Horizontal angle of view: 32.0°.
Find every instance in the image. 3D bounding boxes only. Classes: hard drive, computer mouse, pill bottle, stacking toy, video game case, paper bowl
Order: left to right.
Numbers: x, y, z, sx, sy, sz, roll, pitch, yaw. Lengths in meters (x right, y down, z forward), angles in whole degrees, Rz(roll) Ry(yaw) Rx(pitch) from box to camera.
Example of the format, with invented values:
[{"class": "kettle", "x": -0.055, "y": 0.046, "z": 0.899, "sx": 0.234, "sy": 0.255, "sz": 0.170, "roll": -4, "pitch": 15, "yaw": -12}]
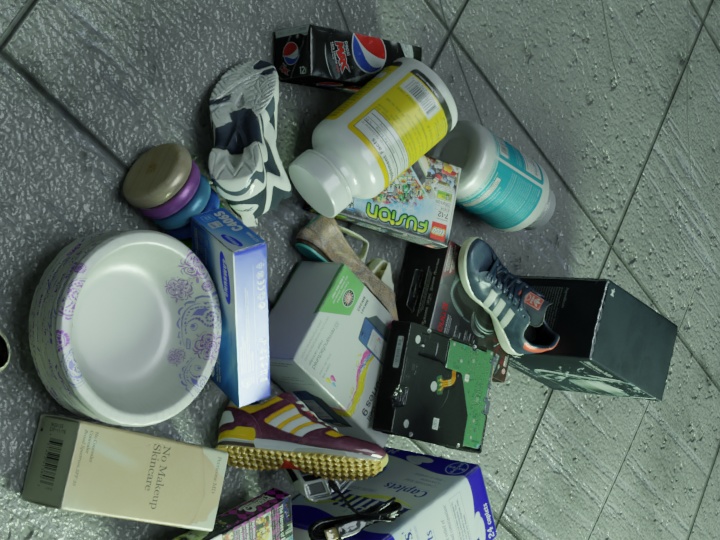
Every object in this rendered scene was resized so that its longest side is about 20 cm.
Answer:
[{"class": "paper bowl", "x": -0.252, "y": 0.058, "z": 1.303, "sx": 0.200, "sy": 0.104, "sz": 0.201, "roll": -1, "pitch": 92, "yaw": -46}, {"class": "stacking toy", "x": -0.175, "y": -0.051, "z": 1.407, "sx": 0.200, "sy": 0.085, "sz": 0.085, "roll": 49, "pitch": 57, "yaw": -41}, {"class": "video game case", "x": -0.149, "y": 0.372, "z": 1.431, "sx": 0.181, "sy": 0.036, "sz": 0.200, "roll": -21, "pitch": 117, "yaw": -43}, {"class": "computer mouse", "x": -0.044, "y": 0.240, "z": 1.475, "sx": 0.110, "sy": 0.200, "sz": 0.044, "roll": -24, "pitch": 137, "yaw": -18}, {"class": "pill bottle", "x": 0.012, "y": -0.156, "z": 1.505, "sx": 0.200, "sy": 0.111, "sz": 0.111, "roll": -41, "pitch": 119, "yaw": -19}, {"class": "hard drive", "x": 0.097, "y": 0.150, "z": 1.592, "sx": 0.200, "sy": 0.038, "sz": 0.140, "roll": 20, "pitch": 77, "yaw": -48}, {"class": "pill bottle", "x": 0.187, "y": -0.122, "z": 1.743, "sx": 0.200, "sy": 0.111, "sz": 0.111, "roll": 27, "pitch": 71, "yaw": -42}]

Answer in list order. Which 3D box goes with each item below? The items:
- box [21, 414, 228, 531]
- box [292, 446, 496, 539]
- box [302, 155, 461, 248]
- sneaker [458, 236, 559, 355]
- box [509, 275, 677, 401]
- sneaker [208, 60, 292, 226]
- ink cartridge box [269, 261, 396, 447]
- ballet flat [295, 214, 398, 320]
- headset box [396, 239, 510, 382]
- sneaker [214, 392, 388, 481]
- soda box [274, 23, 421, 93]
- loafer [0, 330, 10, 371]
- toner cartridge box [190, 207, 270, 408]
[{"class": "box", "x": -0.245, "y": 0.216, "z": 1.329, "sx": 0.200, "sy": 0.078, "sz": 0.095, "roll": 19, "pitch": 77, "yaw": -44}, {"class": "box", "x": 0.029, "y": 0.312, "z": 1.532, "sx": 0.200, "sy": 0.184, "sz": 0.105, "roll": -30, "pitch": 113, "yaw": -42}, {"class": "box", "x": 0.030, "y": -0.105, "z": 1.599, "sx": 0.200, "sy": 0.035, "sz": 0.110, "roll": 15, "pitch": 79, "yaw": -28}, {"class": "sneaker", "x": 0.204, "y": 0.033, "z": 1.671, "sx": 0.200, "sy": 0.084, "sz": 0.075, "roll": 54, "pitch": 55, "yaw": -31}, {"class": "box", "x": 0.316, "y": 0.097, "z": 1.813, "sx": 0.200, "sy": 0.196, "sz": 0.124, "roll": 29, "pitch": 70, "yaw": -41}, {"class": "sneaker", "x": -0.125, "y": -0.138, "z": 1.459, "sx": 0.130, "sy": 0.079, "sz": 0.199, "roll": 79, "pitch": 6, "yaw": -53}, {"class": "ink cartridge box", "x": -0.023, "y": 0.105, "z": 1.548, "sx": 0.200, "sy": 0.087, "sz": 0.145, "roll": 50, "pitch": 57, "yaw": -36}, {"class": "ballet flat", "x": 0.000, "y": 0.000, "z": 1.581, "sx": 0.200, "sy": 0.068, "sz": 0.067, "roll": 48, "pitch": 67, "yaw": -36}, {"class": "headset box", "x": 0.126, "y": 0.054, "z": 1.707, "sx": 0.200, "sy": 0.077, "sz": 0.149, "roll": 28, "pitch": 71, "yaw": -43}, {"class": "sneaker", "x": -0.064, "y": 0.183, "z": 1.439, "sx": 0.075, "sy": 0.200, "sz": 0.090, "roll": 87, "pitch": 11, "yaw": -58}, {"class": "soda box", "x": -0.013, "y": -0.258, "z": 1.567, "sx": 0.200, "sy": 0.071, "sz": 0.063, "roll": 1, "pitch": 89, "yaw": -45}, {"class": "loafer", "x": -0.400, "y": 0.033, "z": 1.178, "sx": 0.200, "sy": 0.068, "sz": 0.076, "roll": 44, "pitch": 60, "yaw": -36}, {"class": "toner cartridge box", "x": -0.141, "y": 0.042, "z": 1.372, "sx": 0.043, "sy": 0.095, "sz": 0.200, "roll": -19, "pitch": 126, "yaw": -30}]
